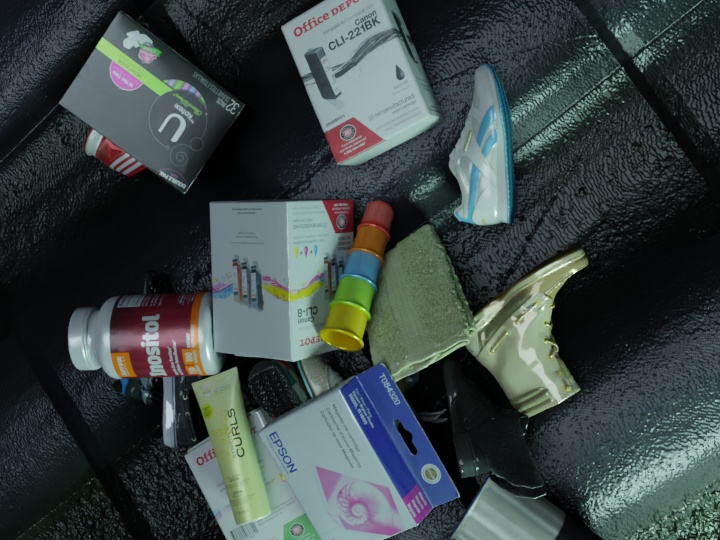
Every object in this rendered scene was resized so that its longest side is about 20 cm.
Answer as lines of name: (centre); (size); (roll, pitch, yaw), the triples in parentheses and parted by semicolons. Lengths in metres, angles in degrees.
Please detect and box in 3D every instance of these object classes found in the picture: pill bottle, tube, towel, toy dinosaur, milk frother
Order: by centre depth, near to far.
milk frother: (0.193, 0.379, 1.075); (0.186, 0.200, 0.183); (32, 108, 14)
towel: (0.064, 0.041, 1.122); (0.147, 0.036, 0.202); (-31, 46, 18)
tube: (-0.174, 0.240, 1.180); (0.057, 0.052, 0.204); (-13, 81, -22)
pill bottle: (-0.290, 0.090, 1.190); (0.196, 0.113, 0.115); (-3, 94, 4)
toy dinosaur: (0.049, 0.182, 1.192); (0.200, 0.104, 0.184); (44, 120, 45)

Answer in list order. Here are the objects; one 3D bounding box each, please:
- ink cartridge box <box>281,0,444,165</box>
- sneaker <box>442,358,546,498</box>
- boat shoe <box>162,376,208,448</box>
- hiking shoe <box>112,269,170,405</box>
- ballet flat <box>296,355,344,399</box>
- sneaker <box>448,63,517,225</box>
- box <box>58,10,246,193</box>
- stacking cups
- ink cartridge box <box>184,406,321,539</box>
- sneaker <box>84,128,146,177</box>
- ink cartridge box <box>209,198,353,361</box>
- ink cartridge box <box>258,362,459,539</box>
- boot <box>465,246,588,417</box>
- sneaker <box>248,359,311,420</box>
ink cartridge box: (0.003, -0.261, 1.145); (0.142, 0.084, 0.203); (-24, 86, 20)
sneaker: (0.166, 0.196, 1.107); (0.102, 0.060, 0.202); (-10, 50, 6)
boat shoe: (-0.255, 0.164, 1.282); (0.065, 0.070, 0.204); (2, 93, 1)
hiking shoe: (-0.334, 0.099, 1.296); (0.085, 0.074, 0.204); (7, 97, 17)
ballet flat: (-0.021, 0.192, 1.167); (0.061, 0.067, 0.203); (-24, 86, 9)
sneaker: (0.153, -0.160, 1.108); (0.079, 0.076, 0.204); (-2, 92, 21)
box: (-0.275, -0.227, 1.179); (0.199, 0.124, 0.150); (35, 95, -12)
stacking cups: (0.000, 0.000, 1.129); (0.059, 0.061, 0.203); (7, 65, 18)
ink cartridge box: (-0.139, 0.309, 1.240); (0.144, 0.087, 0.202); (-31, 85, 18)
sneaker: (-0.309, -0.229, 1.275); (0.115, 0.078, 0.202); (33, 103, -5)
ink cartridge box: (-0.102, 0.008, 1.155); (0.143, 0.144, 0.204); (3, 97, 35)
ink cartridge box: (-0.006, 0.245, 1.100); (0.198, 0.043, 0.198); (-31, 91, 28)
boot: (0.238, 0.081, 1.099); (0.199, 0.073, 0.156); (-39, 81, 19)
sneaker: (-0.077, 0.210, 1.205); (0.070, 0.093, 0.202); (-33, 81, 20)
